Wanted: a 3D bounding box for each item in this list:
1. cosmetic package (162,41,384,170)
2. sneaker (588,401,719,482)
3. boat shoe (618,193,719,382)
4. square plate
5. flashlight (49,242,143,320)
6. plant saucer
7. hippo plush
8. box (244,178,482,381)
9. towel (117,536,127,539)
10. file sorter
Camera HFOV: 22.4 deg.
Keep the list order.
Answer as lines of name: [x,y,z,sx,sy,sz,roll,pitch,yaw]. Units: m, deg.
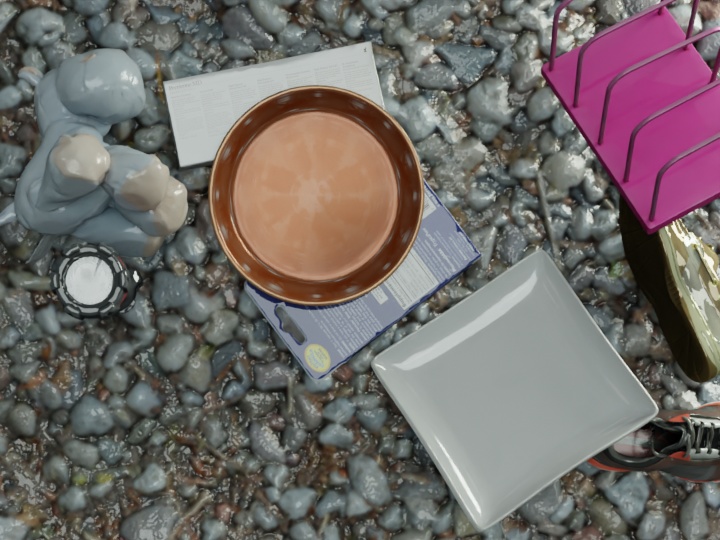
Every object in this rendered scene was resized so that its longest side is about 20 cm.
cosmetic package: [-0.081,-0.154,1.707,0.198,0.051,0.083,-11,91,-7]
sneaker: [0.307,0.163,1.703,0.198,0.082,0.078,-3,85,-6]
boat shoe: [0.307,0.004,1.729,0.066,0.074,0.201,-19,85,-23]
square plate: [0.141,0.111,1.686,0.199,0.028,0.199,-33,66,-2]
flashlight: [-0.233,0.015,1.601,0.067,0.200,0.068,25,83,-3]
plant saucer: [-0.041,-0.069,1.672,0.199,0.032,0.202,0,92,-7]
hippo plush: [-0.239,-0.109,1.658,0.159,0.199,0.162,23,56,-34]
box: [0.000,0.000,1.711,0.200,0.032,0.121,-37,89,-9]
towel: [-0.246,0.363,1.660,0.200,0.023,0.144,-41,89,-7]
file sorter: [0.277,-0.169,1.676,0.138,0.126,0.201,-27,67,-8]
